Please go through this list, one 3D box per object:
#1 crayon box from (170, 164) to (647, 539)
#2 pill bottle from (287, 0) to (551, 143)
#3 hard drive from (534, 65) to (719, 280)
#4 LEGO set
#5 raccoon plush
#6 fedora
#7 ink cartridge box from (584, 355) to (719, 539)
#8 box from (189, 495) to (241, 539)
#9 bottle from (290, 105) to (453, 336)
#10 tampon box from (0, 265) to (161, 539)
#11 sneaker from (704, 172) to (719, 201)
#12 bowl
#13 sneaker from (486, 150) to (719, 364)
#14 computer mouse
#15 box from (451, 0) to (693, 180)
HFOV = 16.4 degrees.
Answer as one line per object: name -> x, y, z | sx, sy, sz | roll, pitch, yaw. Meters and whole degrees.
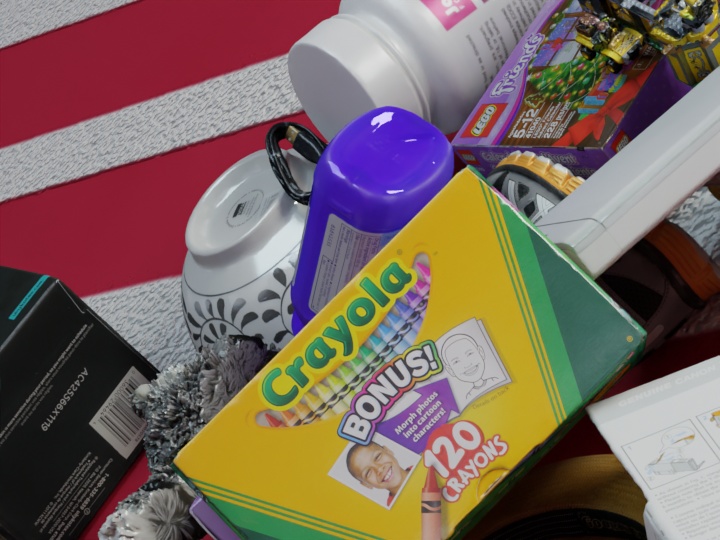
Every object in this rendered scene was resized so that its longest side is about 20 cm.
crayon box -> 0.024, 0.064, 1.174 | 0.200, 0.119, 0.058 | -45, -12, -4
pill bottle -> 0.059, -0.156, 1.556 | 0.200, 0.114, 0.113 | -39, 26, -22
hard drive -> 0.169, -0.067, 1.274 | 0.200, 0.027, 0.132 | -40, 6, -9
LEGO set -> 0.185, -0.211, 1.371 | 0.200, 0.116, 0.154 | -40, 45, -6
raccoon plush -> -0.118, 0.107, 1.452 | 0.200, 0.097, 0.134 | -26, 3, -43
fedora -> 0.099, 0.179, 1.160 | 0.200, 0.082, 0.201 | -25, 36, 20
ink cartridge box -> 0.218, 0.084, 1.096 | 0.199, 0.044, 0.174 | -20, 29, -5
box -> 0.015, 0.082, 1.299 | 0.200, 0.097, 0.176 | -46, 0, -3
bottle -> 0.000, 0.000, 1.422 | 0.065, 0.200, 0.084 | 34, 50, 18
tampon box -> -0.247, 0.089, 1.660 | 0.150, 0.126, 0.200 | -54, 30, -17
sneaker -> 0.228, -0.042, 1.288 | 0.078, 0.090, 0.200 | -40, 7, 6
bowl -> -0.049, -0.014, 1.577 | 0.200, 0.094, 0.201 | -32, 32, 23
sneaker -> 0.115, -0.007, 1.383 | 0.077, 0.078, 0.200 | -53, 31, -5
computer mouse -> 0.016, -0.039, 1.492 | 0.200, 0.034, 0.059 | 35, 59, 27
box -> 0.154, -0.136, 1.463 | 0.137, 0.039, 0.200 | 4, 54, 53
